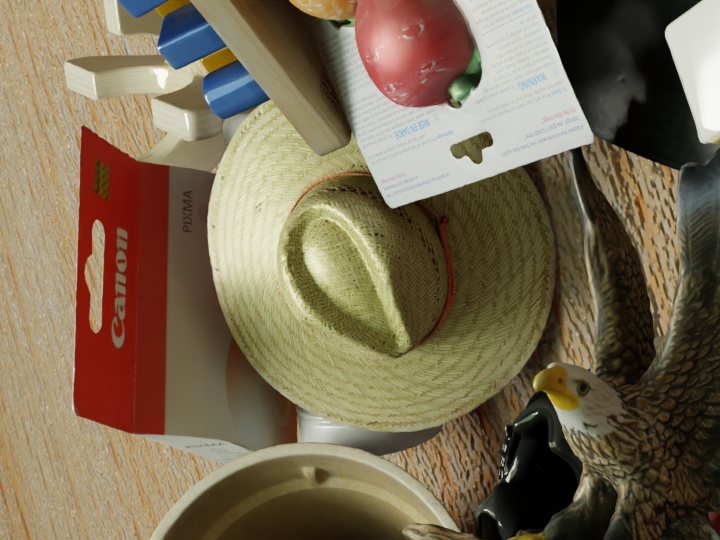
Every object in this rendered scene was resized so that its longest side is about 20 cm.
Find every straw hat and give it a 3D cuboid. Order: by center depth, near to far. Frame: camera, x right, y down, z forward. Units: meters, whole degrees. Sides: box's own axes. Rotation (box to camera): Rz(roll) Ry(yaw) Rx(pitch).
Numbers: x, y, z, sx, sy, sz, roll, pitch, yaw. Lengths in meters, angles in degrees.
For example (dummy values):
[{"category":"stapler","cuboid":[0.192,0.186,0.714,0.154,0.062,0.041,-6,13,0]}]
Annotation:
[{"category":"straw hat","cuboid":[0.000,0.000,0.868,0.085,0.200,0.202,-50,-49,-75]}]

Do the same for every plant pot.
[{"category":"plant pot","cuboid":[-0.013,0.218,0.986,0.201,0.200,0.184,61,-178,22]}]

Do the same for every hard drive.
[{"category":"hard drive","cuboid":[0.152,-0.100,0.705,0.200,0.042,0.136,26,125,53]}]

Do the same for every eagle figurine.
[{"category":"eagle figurine","cuboid":[0.116,0.045,0.689,0.151,0.151,0.201,53,-121,-79]}]

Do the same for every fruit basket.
[{"category":"fruit basket","cuboid":[0.019,-0.134,0.745,0.201,0.094,0.185,61,154,-6]}]

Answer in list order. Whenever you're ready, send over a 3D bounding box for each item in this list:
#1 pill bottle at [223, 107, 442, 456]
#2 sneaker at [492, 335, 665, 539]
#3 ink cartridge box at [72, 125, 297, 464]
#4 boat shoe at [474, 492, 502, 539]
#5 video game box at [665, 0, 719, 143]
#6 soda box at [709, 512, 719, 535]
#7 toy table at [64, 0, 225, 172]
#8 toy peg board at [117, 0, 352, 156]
[{"category":"pill bottle","cuboid":[-0.009,0.000,0.972,0.112,0.112,0.201,7,110,58]},{"category":"sneaker","cuboid":[0.113,0.137,0.828,0.077,0.111,0.201,34,132,49]},{"category":"ink cartridge box","cuboid":[-0.093,0.018,0.965,0.050,0.200,0.163,-6,74,19]},{"category":"boat shoe","cuboid":[0.101,0.208,0.929,0.072,0.066,0.202,4,107,58]},{"category":"video game box","cuboid":[0.213,-0.103,0.473,0.200,0.182,0.047,-36,73,58]},{"category":"soda box","cuboid":[0.216,0.145,0.706,0.200,0.063,0.070,38,134,47]},{"category":"toy table","cuboid":[-0.099,-0.123,1.066,0.184,0.117,0.201,8,111,59]},{"category":"toy peg board","cuboid":[-0.090,-0.176,0.859,0.098,0.200,0.200,-21,40,25]}]
